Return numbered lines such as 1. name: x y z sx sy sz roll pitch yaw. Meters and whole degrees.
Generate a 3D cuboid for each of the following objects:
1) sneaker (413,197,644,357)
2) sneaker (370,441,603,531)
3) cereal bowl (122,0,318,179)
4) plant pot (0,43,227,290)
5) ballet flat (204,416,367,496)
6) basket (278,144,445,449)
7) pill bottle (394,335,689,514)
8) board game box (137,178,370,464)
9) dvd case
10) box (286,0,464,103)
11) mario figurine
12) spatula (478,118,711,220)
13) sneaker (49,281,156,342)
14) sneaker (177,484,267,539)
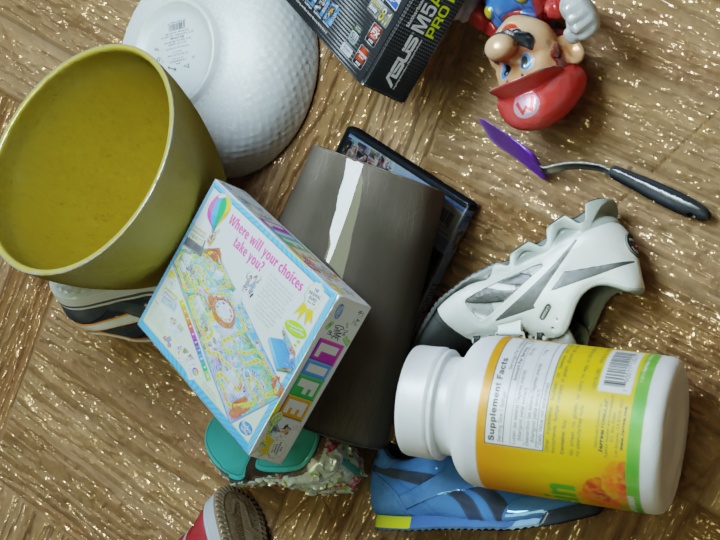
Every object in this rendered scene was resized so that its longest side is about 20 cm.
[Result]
1. sneaker: 0.126 0.035 1.258 0.199 0.074 0.089 -36 65 27
2. sneaker: 0.091 0.160 1.276 0.198 0.066 0.079 -5 83 34
3. cereal bowl: -0.139 -0.182 1.455 0.198 0.083 0.203 -3 85 35
4. plant pot: -0.188 -0.063 1.372 0.198 0.142 0.202 -16 59 29
5. ballet flat: -0.063 0.156 1.375 0.199 0.064 0.076 6 66 59
6. basket: -0.017 0.015 1.303 0.180 0.135 0.202 25 97 52
7. pill bottle: 0.130 0.107 1.203 0.198 0.111 0.112 6 89 21
8. board game box: -0.085 0.034 1.249 0.200 0.034 0.135 42 106 48
9. dvd case: 0.000 0.000 1.382 0.142 0.017 0.201 35 106 32
10. box: 0.020 -0.248 1.329 0.161 0.044 0.200 -59 35 17
11. mario figurine: 0.116 -0.204 1.261 0.105 0.124 0.202 -4 72 -9
12. spatula: 0.174 -0.074 1.256 0.198 0.057 0.021 20 77 28
13. sneaker: -0.168 0.011 1.468 0.198 0.080 0.079 -7 52 10
14. sneaker: -0.126 0.283 1.377 0.113 0.071 0.201 -49 25 25
